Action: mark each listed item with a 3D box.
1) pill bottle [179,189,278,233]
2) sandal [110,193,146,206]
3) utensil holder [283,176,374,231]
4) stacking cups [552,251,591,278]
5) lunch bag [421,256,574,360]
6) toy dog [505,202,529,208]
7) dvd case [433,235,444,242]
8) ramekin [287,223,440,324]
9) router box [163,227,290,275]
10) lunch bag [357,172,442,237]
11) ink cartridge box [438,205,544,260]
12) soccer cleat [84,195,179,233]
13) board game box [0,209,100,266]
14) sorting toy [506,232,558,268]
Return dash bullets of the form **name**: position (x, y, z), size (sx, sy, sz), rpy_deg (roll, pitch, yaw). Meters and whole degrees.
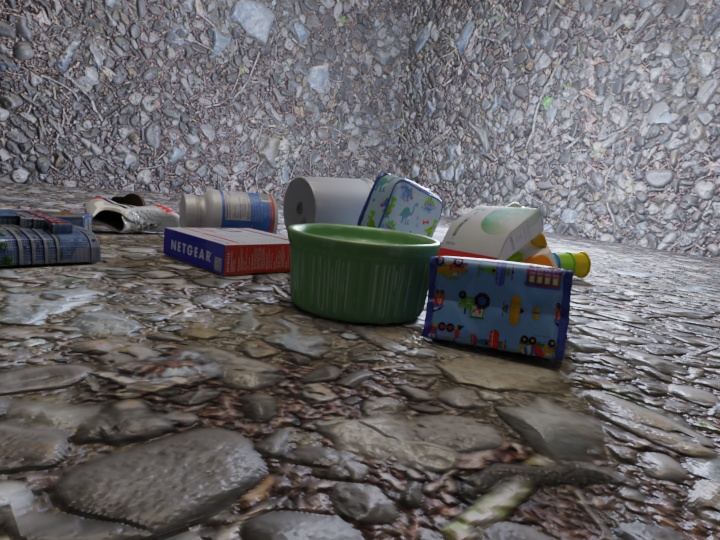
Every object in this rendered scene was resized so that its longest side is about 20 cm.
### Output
- **pill bottle**: position (-0.290, -0.119, 1.179), size (0.198, 0.114, 0.112), rpy_deg (0, 11, -28)
- **sandal**: position (-0.557, -0.138, 1.295), size (0.199, 0.083, 0.054), rpy_deg (6, -15, 45)
- **utensil holder**: position (-0.071, -0.150, 1.338), size (0.198, 0.172, 0.169), rpy_deg (-3, 13, -37)
- **stacking cups**: position (0.403, -0.016, 1.171), size (0.197, 0.061, 0.060), rpy_deg (2, 10, -17)
- **lunch bag**: position (0.175, 0.041, 0.650), size (0.149, 0.095, 0.200), rpy_deg (7, 0, 22)
- **toy dog**: position (0.514, -0.134, 1.798), size (0.193, 0.141, 0.199), rpy_deg (-31, -10, 31)
- **dvd case**: position (0.236, -0.089, 1.619), size (0.141, 0.018, 0.200), rpy_deg (9, 10, 20)
- **ramekin**: position (0.000, 0.000, 0.700), size (0.197, 0.099, 0.200), rpy_deg (6, 10, -1)
- **router box**: position (-0.217, -0.039, 0.941), size (0.199, 0.050, 0.178), rpy_deg (15, 13, 42)
- **lunch bag**: position (0.093, -0.122, 1.204), size (0.082, 0.162, 0.199), rpy_deg (26, 7, 42)
- **ink cartridge box**: position (0.201, -0.048, 0.954), size (0.199, 0.051, 0.160), rpy_deg (-33, 23, -22)
- **soccer cleat**: position (-0.490, -0.110, 1.163), size (0.198, 0.069, 0.085), rpy_deg (11, 31, -31)
- **board game box**: position (-0.496, -0.056, 0.832), size (0.198, 0.063, 0.199), rpy_deg (14, 13, 38)
- **sorting toy**: position (0.245, -0.010, 1.003), size (0.178, 0.108, 0.200), rpy_deg (-14, 11, -2)
